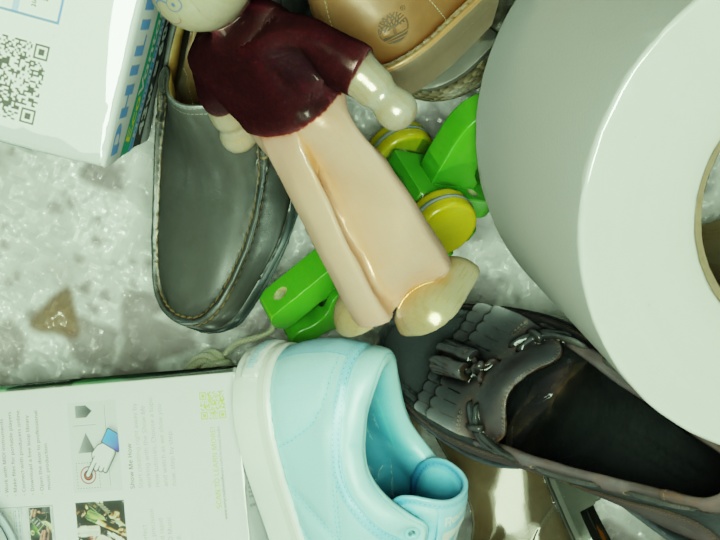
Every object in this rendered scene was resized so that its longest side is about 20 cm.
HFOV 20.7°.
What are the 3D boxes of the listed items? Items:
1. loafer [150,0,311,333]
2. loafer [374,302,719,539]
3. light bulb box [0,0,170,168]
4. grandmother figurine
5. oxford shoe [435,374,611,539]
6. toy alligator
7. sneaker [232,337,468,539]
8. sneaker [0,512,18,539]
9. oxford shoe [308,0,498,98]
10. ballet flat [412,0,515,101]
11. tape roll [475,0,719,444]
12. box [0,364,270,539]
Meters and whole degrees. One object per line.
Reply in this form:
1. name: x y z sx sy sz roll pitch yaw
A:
1. loafer: -0.064 -0.071 0.853 0.072 0.072 0.202 12 98 24
2. loafer: 0.086 0.056 0.822 0.199 0.063 0.072 25 82 30
3. light bulb box: -0.169 -0.165 0.825 0.198 0.125 0.200 15 100 0
4. grandmother figurine: -0.026 -0.063 0.765 0.121 0.061 0.201 -11 123 43
5. oxford shoe: 0.085 0.149 0.893 0.084 0.073 0.201 -20 86 9
6. toy alligator: 0.000 0.000 0.882 0.200 0.059 0.054 -44 137 15
7. sneaker: 0.013 0.121 0.846 0.081 0.074 0.201 -8 115 32
8. sneaker: -0.247 0.138 0.845 0.199 0.071 0.074 -19 74 5
9. oxford shoe: 0.051 -0.160 0.801 0.200 0.071 0.071 -51 132 -23
10. ballet flat: 0.096 -0.135 0.859 0.199 0.046 0.068 -34 76 3
11. tape roll: 0.159 -0.045 0.790 0.201 0.139 0.204 -4 109 -12
12. box: -0.133 0.121 0.881 0.198 0.036 0.146 -5 89 18
